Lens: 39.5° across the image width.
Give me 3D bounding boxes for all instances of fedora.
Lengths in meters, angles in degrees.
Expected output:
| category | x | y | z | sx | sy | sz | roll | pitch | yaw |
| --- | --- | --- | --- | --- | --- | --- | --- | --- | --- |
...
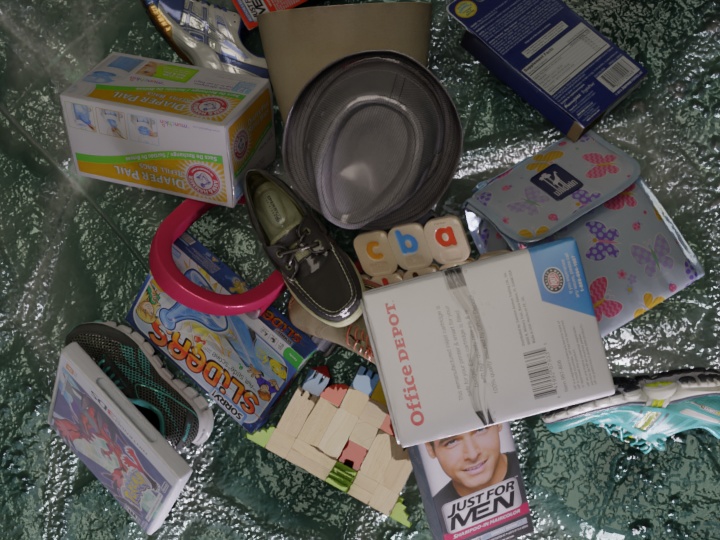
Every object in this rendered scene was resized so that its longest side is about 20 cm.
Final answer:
| category | x | y | z | sx | sy | sz | roll | pitch | yaw |
| --- | --- | --- | --- | --- | --- | --- | --- | --- | --- |
| fedora | 0.007 | -0.109 | 0.971 | 0.177 | 0.090 | 0.200 | 28 | 118 | -7 |

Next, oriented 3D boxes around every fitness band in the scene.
| category | x | y | z | sx | sy | sz | roll | pitch | yaw |
| --- | --- | --- | --- | --- | --- | --- | --- | --- | --- |
| fitness band | -0.137 | -0.025 | 1.077 | 0.143 | 0.200 | 0.037 | 34 | 133 | 5 |

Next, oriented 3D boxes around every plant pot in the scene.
| category | x | y | z | sx | sy | sz | roll | pitch | yaw |
| --- | --- | --- | --- | --- | --- | --- | --- | --- | --- |
| plant pot | -0.011 | -0.177 | 1.075 | 0.187 | 0.187 | 0.201 | -2 | 100 | 8 |

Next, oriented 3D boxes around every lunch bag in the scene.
| category | x | y | z | sx | sy | sz | roll | pitch | yaw |
| --- | --- | --- | --- | --- | --- | --- | --- | --- | --- |
| lunch bag | 0.221 | -0.032 | 1.033 | 0.169 | 0.127 | 0.200 | -28 | 80 | -14 |

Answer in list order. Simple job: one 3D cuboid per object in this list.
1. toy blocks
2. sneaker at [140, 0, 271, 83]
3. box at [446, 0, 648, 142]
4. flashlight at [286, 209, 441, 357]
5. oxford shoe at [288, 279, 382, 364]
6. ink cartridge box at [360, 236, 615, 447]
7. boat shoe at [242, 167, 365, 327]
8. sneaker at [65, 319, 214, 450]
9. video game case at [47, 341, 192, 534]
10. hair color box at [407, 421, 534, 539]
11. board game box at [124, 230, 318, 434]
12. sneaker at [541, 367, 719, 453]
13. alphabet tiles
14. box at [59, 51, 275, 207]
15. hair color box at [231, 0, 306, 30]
| category | x | y | z | sx | sy | sz | roll | pitch | yaw |
| --- | --- | --- | --- | --- | --- | --- | --- | --- | --- |
| toy blocks | -0.004 | 0.170 | 1.093 | 0.200 | 0.100 | 0.137 | 27 | 79 | 8 |
| sneaker | -0.176 | -0.276 | 1.151 | 0.088 | 0.075 | 0.200 | -40 | 91 | -4 |
| box | 0.196 | -0.239 | 1.080 | 0.200 | 0.032 | 0.121 | 44 | 63 | 12 |
| flashlight | 0.000 | 0.000 | 1.111 | 0.068 | 0.068 | 0.200 | 38 | 88 | -17 |
| oxford shoe | 0.012 | 0.058 | 1.017 | 0.199 | 0.075 | 0.071 | 6 | 121 | 19 |
| ink cartridge box | 0.112 | 0.064 | 0.921 | 0.199 | 0.084 | 0.145 | -14 | 89 | 2 |
| boat shoe | -0.067 | -0.027 | 1.024 | 0.072 | 0.066 | 0.201 | -38 | 60 | 5 |
| sneaker | -0.258 | 0.130 | 1.114 | 0.200 | 0.091 | 0.078 | 36 | 114 | 10 |
| video game case | -0.266 | 0.187 | 1.080 | 0.182 | 0.200 | 0.023 | 45 | 55 | 8 |
| hair color box | 0.105 | 0.191 | 1.033 | 0.099 | 0.061 | 0.201 | -19 | 110 | -10 |
| board game box | -0.157 | 0.068 | 1.108 | 0.200 | 0.034 | 0.136 | 40 | 124 | 9 |
| sneaker | 0.293 | 0.154 | 1.055 | 0.199 | 0.078 | 0.080 | -7 | 94 | 7 |
| alphabet tiles | 0.076 | 0.038 | 1.034 | 0.199 | 0.015 | 0.196 | -10 | 115 | 28 |
| box | -0.205 | -0.155 | 1.091 | 0.199 | 0.113 | 0.102 | 12 | 130 | 16 |
| hair color box | -0.059 | -0.362 | 1.115 | 0.199 | 0.064 | 0.111 | -24 | 49 | 5 |
